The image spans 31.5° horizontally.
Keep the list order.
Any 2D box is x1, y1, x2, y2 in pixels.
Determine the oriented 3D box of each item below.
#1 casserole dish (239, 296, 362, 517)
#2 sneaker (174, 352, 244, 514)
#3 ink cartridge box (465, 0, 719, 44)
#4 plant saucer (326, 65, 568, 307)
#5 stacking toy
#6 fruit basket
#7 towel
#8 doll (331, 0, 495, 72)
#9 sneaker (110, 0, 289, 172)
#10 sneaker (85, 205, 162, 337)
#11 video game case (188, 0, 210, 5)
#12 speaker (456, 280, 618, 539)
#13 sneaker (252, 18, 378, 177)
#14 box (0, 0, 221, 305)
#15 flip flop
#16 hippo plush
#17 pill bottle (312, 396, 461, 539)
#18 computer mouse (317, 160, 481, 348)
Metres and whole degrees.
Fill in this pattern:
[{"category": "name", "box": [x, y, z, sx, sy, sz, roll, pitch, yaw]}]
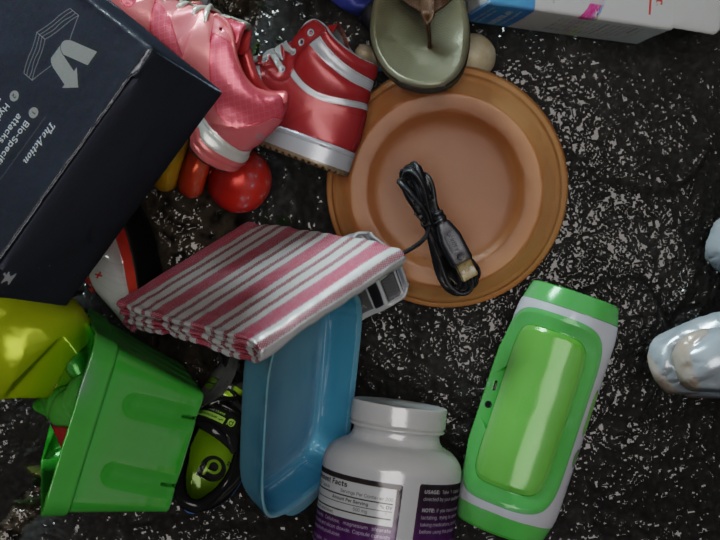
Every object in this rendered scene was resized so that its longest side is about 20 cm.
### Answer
[{"category": "casserole dish", "box": [-0.051, 0.099, 1.002, 0.039, 0.121, 0.201, 22, 121, 28]}, {"category": "sneaker", "box": [-0.097, 0.107, 1.022, 0.071, 0.083, 0.200, 22, 96, 1]}, {"category": "ink cartridge box", "box": [0.189, -0.251, 1.032, 0.199, 0.068, 0.116, 5, 87, -14]}, {"category": "plant saucer", "box": [0.069, -0.066, 1.039, 0.199, 0.037, 0.201, 1, 100, 5]}, {"category": "stacking toy", "box": [-0.169, -0.095, 1.039, 0.199, 0.085, 0.086, 20, 89, -4]}, {"category": "fruit basket", "box": [-0.231, 0.088, 0.971, 0.215, 0.216, 0.156, 17, 90, 0]}, {"category": "towel", "box": [-0.077, 0.014, 0.956, 0.146, 0.200, 0.030, -34, 118, -32]}, {"category": "doll", "box": [0.033, -0.231, 1.054, 0.200, 0.048, 0.137, 42, 90, 1]}, {"category": "sneaker", "box": [-0.125, -0.176, 0.963, 0.087, 0.074, 0.200, -35, 92, 20]}, {"category": "sneaker", "box": [-0.230, -0.030, 1.015, 0.108, 0.067, 0.202, -5, 127, 10]}, {"category": "video game case", "box": [-0.208, -0.250, 0.994, 0.181, 0.200, 0.023, 7, 51, 0]}, {"category": "speaker", "box": [0.142, 0.114, 1.031, 0.088, 0.088, 0.201, 19, 89, 0]}, {"category": "sneaker", "box": [-0.081, -0.161, 1.028, 0.199, 0.071, 0.113, 22, 95, 11]}, {"category": "box", "box": [-0.242, -0.113, 0.884, 0.200, 0.117, 0.197, 39, 96, 18]}, {"category": "flip flop", "box": [0.051, -0.235, 0.996, 0.081, 0.058, 0.201, 7, 80, 7]}, {"category": "hippo plush", "box": [0.311, 0.015, 0.991, 0.159, 0.200, 0.161, 5, 81, -22]}, {"category": "pill bottle", "box": [0.019, 0.205, 1.015, 0.112, 0.112, 0.201, 8, 89, 0]}, {"category": "computer mouse", "box": [0.000, 0.000, 1.023, 0.200, 0.044, 0.110, -28, 104, 32]}]
